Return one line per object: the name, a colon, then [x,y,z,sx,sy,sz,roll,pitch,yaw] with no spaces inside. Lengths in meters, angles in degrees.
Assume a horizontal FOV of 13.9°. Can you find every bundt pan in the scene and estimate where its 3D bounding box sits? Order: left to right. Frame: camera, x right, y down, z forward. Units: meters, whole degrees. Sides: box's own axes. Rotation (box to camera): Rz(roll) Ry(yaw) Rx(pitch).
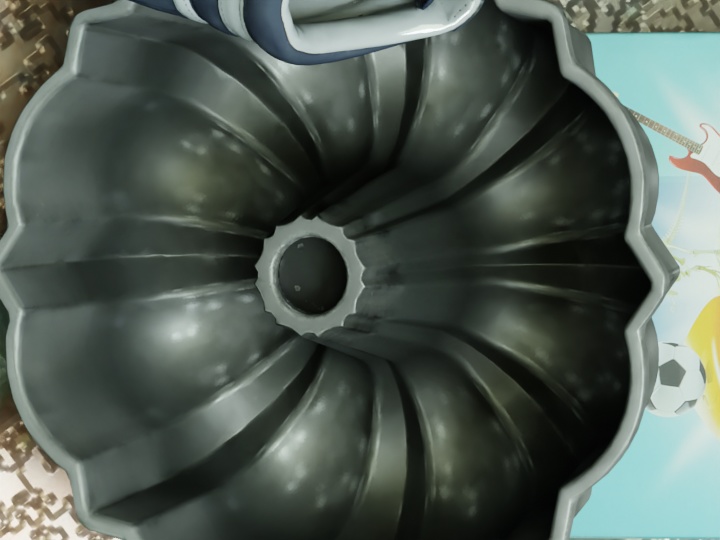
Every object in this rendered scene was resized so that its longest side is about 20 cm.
bundt pan: [0.000,0.000,0.835,0.201,0.076,0.202,1,93,22]

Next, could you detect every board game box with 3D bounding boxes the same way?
board game box: [0.111,0.004,0.884,0.199,0.047,0.151,0,94,6]

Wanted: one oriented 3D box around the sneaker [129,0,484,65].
sneaker: [0.011,-0.134,0.770,0.200,0.108,0.070,-48,143,-17]
